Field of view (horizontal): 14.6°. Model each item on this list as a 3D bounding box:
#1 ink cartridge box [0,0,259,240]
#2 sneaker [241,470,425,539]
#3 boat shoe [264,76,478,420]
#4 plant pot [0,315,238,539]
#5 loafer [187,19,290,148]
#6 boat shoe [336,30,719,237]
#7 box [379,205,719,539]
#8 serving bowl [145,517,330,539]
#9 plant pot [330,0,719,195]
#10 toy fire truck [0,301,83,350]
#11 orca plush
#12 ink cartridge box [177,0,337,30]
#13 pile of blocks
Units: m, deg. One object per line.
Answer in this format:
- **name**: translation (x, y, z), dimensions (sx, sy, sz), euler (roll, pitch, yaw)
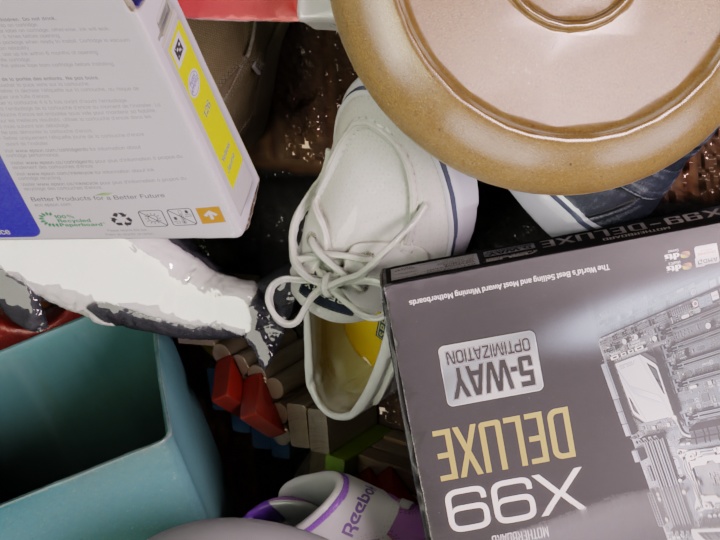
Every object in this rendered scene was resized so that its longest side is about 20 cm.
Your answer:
- **ink cartridge box**: translation (-0.167, -0.088, 1.253), dimensions (0.197, 0.047, 0.200), euler (1, 141, 19)
- **sneaker**: translation (-0.012, 0.156, 1.361), dimensions (0.114, 0.073, 0.201), euler (28, 143, 0)
- **boat shoe**: translation (-0.004, -0.002, 1.283), dimensions (0.074, 0.086, 0.202), euler (34, 145, 20)
- **plant pot**: translation (-0.125, 0.148, 1.399), dimensions (0.141, 0.141, 0.201), euler (-22, 119, 4)
- **loafer**: translation (-0.073, -0.117, 1.310), dimensions (0.076, 0.067, 0.200), euler (27, 140, 21)
- **boat shoe**: translation (0.069, -0.105, 1.255), dimensions (0.200, 0.071, 0.091), euler (44, 124, 6)
- **box**: translation (0.118, 0.060, 1.221), dimensions (0.199, 0.050, 0.158), euler (-10, 99, 1)
- **serving bowl**: translation (-0.025, 0.179, 1.285), dimensions (0.199, 0.066, 0.201), euler (20, 141, 17)
- **plant pot**: translation (0.085, -0.132, 1.170), dimensions (0.027, 0.199, 0.201), euler (-171, 59, -79)
- **toy fire truck**: translation (-0.186, 0.028, 1.460), dimensions (0.167, 0.112, 0.201), euler (14, 117, 3)
- **orca plush**: translation (-0.114, -0.022, 1.372), dimensions (0.199, 0.071, 0.106), euler (10, 107, 16)
- **ink cartridge box**: translation (-0.015, -0.205, 1.211), dimensions (0.175, 0.045, 0.201), euler (3, 90, 8)
- **pile of blocks**: translation (-0.035, 0.080, 1.392), dimensions (0.200, 0.062, 0.082), euler (40, 124, 16)
